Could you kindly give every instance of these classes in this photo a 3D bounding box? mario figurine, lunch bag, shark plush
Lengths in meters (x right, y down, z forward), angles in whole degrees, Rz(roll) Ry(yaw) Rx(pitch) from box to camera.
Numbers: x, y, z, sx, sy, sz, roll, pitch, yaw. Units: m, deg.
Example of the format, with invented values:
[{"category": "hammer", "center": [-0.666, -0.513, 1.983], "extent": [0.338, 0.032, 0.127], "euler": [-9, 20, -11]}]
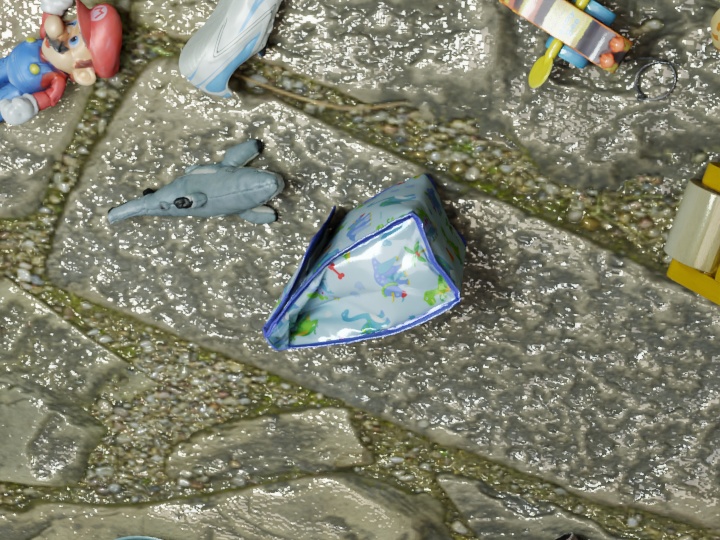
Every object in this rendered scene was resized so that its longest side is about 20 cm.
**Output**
[{"category": "mario figurine", "center": [-0.340, -0.228, 1.201], "extent": [0.197, 0.106, 0.125], "euler": [-23, 100, 15]}, {"category": "lunch bag", "center": [0.000, 0.000, 1.186], "extent": [0.198, 0.170, 0.129], "euler": [-28, 101, 16]}, {"category": "shark plush", "center": [-0.176, -0.088, 1.229], "extent": [0.196, 0.083, 0.092], "euler": [2, 107, 7]}]

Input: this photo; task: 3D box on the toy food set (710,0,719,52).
[{"category": "toy food set", "center": [0.422, -0.244, 1.051], "extent": [0.196, 0.198, 0.050], "euler": [7, 77, 13]}]

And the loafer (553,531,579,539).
[{"category": "loafer", "center": [0.171, 0.345, 1.323], "extent": [0.197, 0.073, 0.072], "euler": [-18, 93, 7]}]

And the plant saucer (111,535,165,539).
[{"category": "plant saucer", "center": [-0.255, 0.407, 1.411], "extent": [0.196, 0.036, 0.204], "euler": [2, 107, 8]}]

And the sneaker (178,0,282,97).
[{"category": "sneaker", "center": [-0.109, -0.270, 1.183], "extent": [0.072, 0.072, 0.201], "euler": [28, 104, -37]}]

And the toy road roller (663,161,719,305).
[{"category": "toy road roller", "center": [0.424, -0.020, 1.165], "extent": [0.199, 0.145, 0.125], "euler": [32, 113, 37]}]

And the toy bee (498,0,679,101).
[{"category": "toy bee", "center": [0.224, -0.235, 1.120], "extent": [0.196, 0.109, 0.133], "euler": [11, 106, 5]}]
